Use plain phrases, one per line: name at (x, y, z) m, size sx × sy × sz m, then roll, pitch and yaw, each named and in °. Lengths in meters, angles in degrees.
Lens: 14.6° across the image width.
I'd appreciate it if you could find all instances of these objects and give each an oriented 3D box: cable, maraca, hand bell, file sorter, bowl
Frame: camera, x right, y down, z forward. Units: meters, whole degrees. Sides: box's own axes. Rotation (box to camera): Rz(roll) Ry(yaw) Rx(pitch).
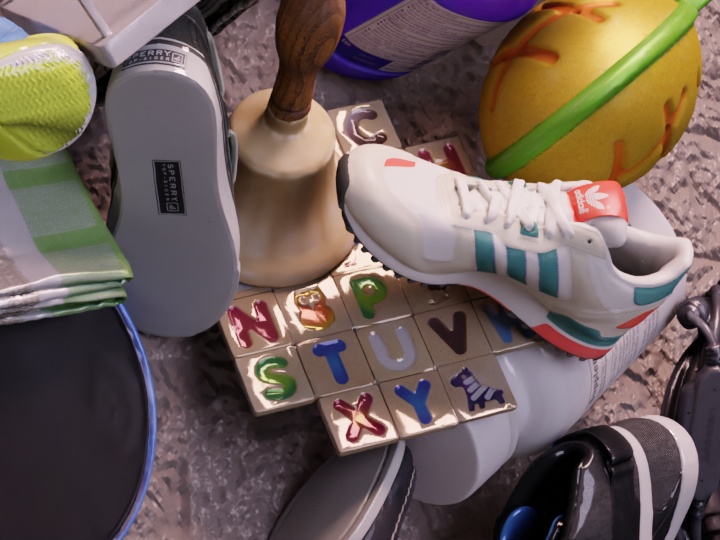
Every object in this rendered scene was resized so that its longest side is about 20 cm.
cable at (0.192, 0.101, 1.622) m, size 0.163 × 0.051 × 0.201 m, roll -57°, pitch 152°, yaw -73°
maraca at (0.134, -0.106, 1.539) m, size 0.107 × 0.137 × 0.200 m, roll 54°, pitch 34°, yaw -4°
hand bell at (-0.035, -0.089, 1.393) m, size 0.104 × 0.200 × 0.104 m, roll 5°, pitch 57°, yaw -7°
file sorter at (-0.096, -0.213, 1.327) m, size 0.200 × 0.139 × 0.125 m, roll -39°, pitch 117°, yaw -14°
bowl at (-0.181, 0.066, 1.346) m, size 0.200 × 0.039 × 0.201 m, roll 13°, pitch 70°, yaw -39°

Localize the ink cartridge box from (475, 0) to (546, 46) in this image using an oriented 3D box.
ink cartridge box at (0.068, -0.254, 1.584) m, size 0.200 × 0.144 × 0.148 m, roll 35°, pitch 57°, yaw -31°

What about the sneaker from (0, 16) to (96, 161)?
sneaker at (-0.225, -0.072, 1.280) m, size 0.199 × 0.105 × 0.076 m, roll -12°, pitch 118°, yaw -26°

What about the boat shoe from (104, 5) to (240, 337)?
boat shoe at (-0.090, -0.048, 1.382) m, size 0.070 × 0.200 × 0.064 m, roll 6°, pitch 48°, yaw 0°

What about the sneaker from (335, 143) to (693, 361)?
sneaker at (0.082, -0.027, 1.416) m, size 0.199 × 0.093 × 0.071 m, roll 28°, pitch 42°, yaw -31°

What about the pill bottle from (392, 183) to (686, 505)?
pill bottle at (0.083, 0.037, 1.538) m, size 0.200 × 0.114 × 0.115 m, roll -41°, pitch 106°, yaw -40°

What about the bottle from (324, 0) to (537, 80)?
bottle at (0.054, -0.162, 1.508) m, size 0.083 × 0.200 × 0.066 m, roll 8°, pitch 68°, yaw -39°

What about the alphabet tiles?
alphabet tiles at (0.000, 0.000, 1.467) m, size 0.166 × 0.006 × 0.200 m, roll -13°, pitch 61°, yaw -18°

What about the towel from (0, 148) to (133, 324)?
towel at (-0.214, -0.037, 1.309) m, size 0.199 × 0.031 × 0.150 m, roll -10°, pitch 63°, yaw -37°

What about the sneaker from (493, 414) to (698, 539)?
sneaker at (0.110, 0.175, 1.522) m, size 0.112 × 0.073 × 0.201 m, roll -1°, pitch 105°, yaw -44°

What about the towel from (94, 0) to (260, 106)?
towel at (-0.043, -0.170, 1.432) m, size 0.035 × 0.192 × 0.200 m, roll 46°, pitch 52°, yaw -13°

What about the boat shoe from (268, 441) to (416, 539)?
boat shoe at (-0.018, 0.173, 1.439) m, size 0.060 × 0.074 × 0.200 m, roll 42°, pitch 57°, yaw -25°
